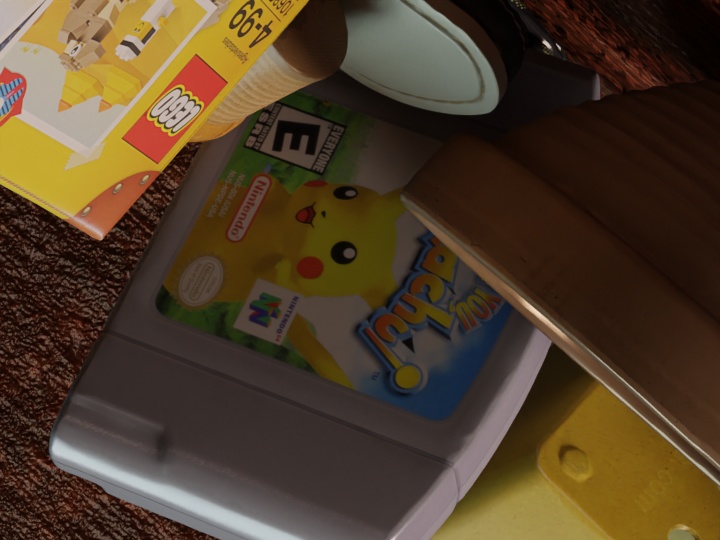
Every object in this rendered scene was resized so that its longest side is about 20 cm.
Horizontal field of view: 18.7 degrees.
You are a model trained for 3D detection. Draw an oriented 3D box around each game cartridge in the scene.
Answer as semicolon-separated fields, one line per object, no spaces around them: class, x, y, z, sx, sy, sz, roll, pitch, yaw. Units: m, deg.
game cartridge;0.000;0.000;0.721;0.133;0.201;0.041;21;155;9

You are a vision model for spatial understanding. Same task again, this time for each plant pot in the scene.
plant pot;0.114;0.012;0.599;0.201;0.093;0.201;41;180;0
plant pot;0.110;0.129;0.922;0.200;0.200;0.177;44;137;6

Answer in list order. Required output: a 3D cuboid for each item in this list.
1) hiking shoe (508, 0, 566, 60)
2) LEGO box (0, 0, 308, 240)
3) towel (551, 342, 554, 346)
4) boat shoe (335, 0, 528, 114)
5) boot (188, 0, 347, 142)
hiking shoe;0.042;-0.068;0.857;0.101;0.076;0.200;46;-177;39
LEGO box;-0.066;-0.104;0.451;0.077;0.149;0.200;41;-179;18
towel;0.027;-0.010;1.085;0.200;0.030;0.147;-10;95;50
boat shoe;-0.013;-0.116;0.726;0.200;0.062;0.075;32;150;38
boot;-0.098;-0.126;0.690;0.144;0.071;0.202;-10;115;46
